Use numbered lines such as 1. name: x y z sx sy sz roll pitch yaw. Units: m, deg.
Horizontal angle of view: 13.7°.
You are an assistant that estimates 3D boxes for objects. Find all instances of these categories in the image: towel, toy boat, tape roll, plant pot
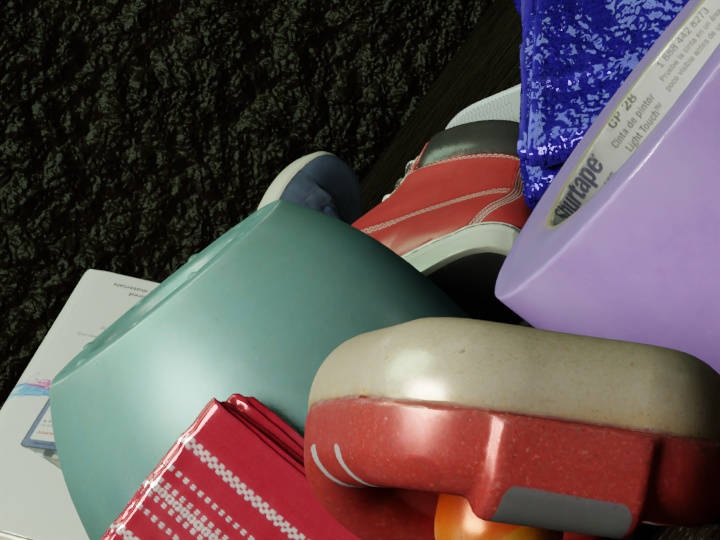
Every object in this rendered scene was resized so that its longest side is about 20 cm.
1. towel: -0.057 0.164 1.151 0.200 0.145 0.022 -52 -6 9
2. towel: 0.131 -0.129 1.371 0.148 0.050 0.200 -23 46 26
3. toy boat: 0.046 0.089 1.006 0.200 0.130 0.131 155 123 -80
4. tape roll: 0.143 -0.044 1.112 0.200 0.085 0.200 -51 5 6
5. plant pot: -0.033 0.070 1.245 0.200 0.161 0.201 -38 6 5

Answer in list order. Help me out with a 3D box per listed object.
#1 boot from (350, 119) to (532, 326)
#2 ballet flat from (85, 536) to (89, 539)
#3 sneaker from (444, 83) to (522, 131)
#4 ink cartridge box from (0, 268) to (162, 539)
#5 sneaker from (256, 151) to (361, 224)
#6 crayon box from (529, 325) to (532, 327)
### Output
1. boot: 0.000 0.000 1.428 0.200 0.072 0.144 -22 29 18
2. ballet flat: -0.089 0.138 1.371 0.067 0.067 0.200 -26 -5 18
3. sneaker: 0.130 -0.081 1.450 0.200 0.073 0.071 -15 -5 41
4. ink cartridge box: -0.131 0.120 1.485 0.200 0.087 0.145 -61 -22 -48
5. sneaker: -0.012 0.021 1.497 0.084 0.075 0.200 -14 48 33
6. crayon box: 0.048 0.059 1.472 0.127 0.051 0.200 -49 6 31
